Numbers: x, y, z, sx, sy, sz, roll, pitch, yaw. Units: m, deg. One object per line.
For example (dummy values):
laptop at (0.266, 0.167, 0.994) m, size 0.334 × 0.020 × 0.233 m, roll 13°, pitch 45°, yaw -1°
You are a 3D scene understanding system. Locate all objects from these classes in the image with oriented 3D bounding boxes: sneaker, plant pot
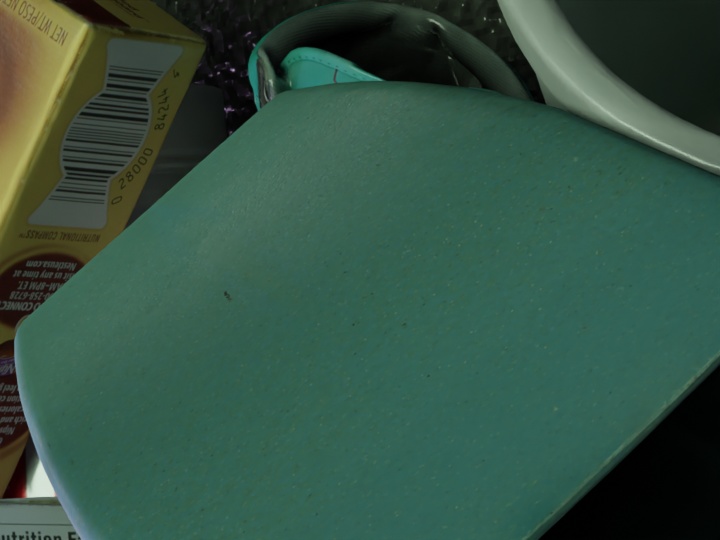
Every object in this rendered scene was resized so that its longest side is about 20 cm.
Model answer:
sneaker at (0.000, 0.000, 0.824) m, size 0.121 × 0.083 × 0.201 m, roll 106°, pitch 173°, yaw -48°
plant pot at (0.021, 0.050, 0.635) m, size 0.141 × 0.142 × 0.200 m, roll -42°, pitch 36°, yaw -9°

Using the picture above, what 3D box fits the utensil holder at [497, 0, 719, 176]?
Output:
utensil holder at (0.126, -0.043, 0.697) m, size 0.169 × 0.200 × 0.171 m, roll -6°, pitch 61°, yaw 10°

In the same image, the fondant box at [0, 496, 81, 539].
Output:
fondant box at (-0.091, 0.173, 0.762) m, size 0.144 × 0.058 × 0.201 m, roll -37°, pitch 54°, yaw 57°

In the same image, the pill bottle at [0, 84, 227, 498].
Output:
pill bottle at (-0.080, 0.046, 0.929) m, size 0.112 × 0.112 × 0.201 m, roll -3°, pitch 88°, yaw 35°

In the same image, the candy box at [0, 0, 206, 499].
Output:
candy box at (-0.136, -0.006, 0.868) m, size 0.117 × 0.056 × 0.201 m, roll 35°, pitch 110°, yaw 33°
